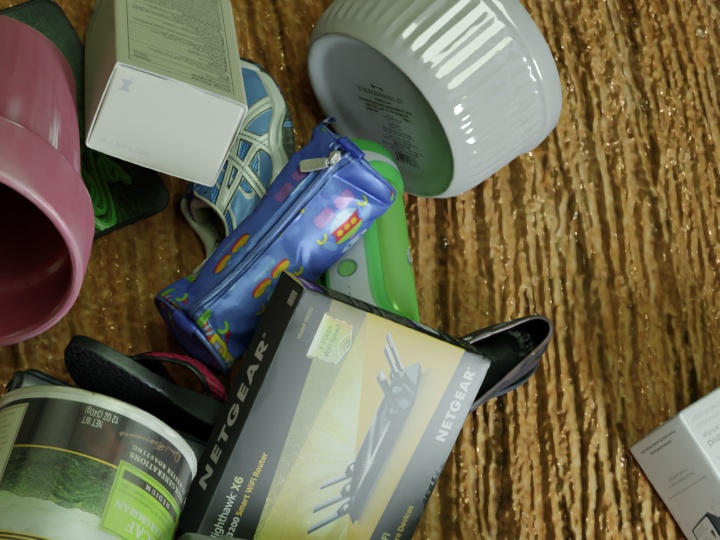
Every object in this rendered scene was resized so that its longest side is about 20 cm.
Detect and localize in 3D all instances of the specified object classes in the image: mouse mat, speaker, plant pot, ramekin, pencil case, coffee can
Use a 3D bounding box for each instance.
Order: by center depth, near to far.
[{"bbox_3d":[-0.203,0.198,1.389,0.146,0.146,0.201,23,58,-13],"label":"coffee can"},{"bbox_3d":[-0.275,-0.074,1.470,0.199,0.200,0.179,20,46,-15],"label":"plant pot"},{"bbox_3d":[-0.061,-0.017,1.533,0.078,0.087,0.200,40,81,21],"label":"pencil case"},{"bbox_3d":[-0.254,-0.106,1.599,0.161,0.008,0.200,-25,79,-32],"label":"mouse mat"},{"bbox_3d":[0.000,0.000,1.603,0.088,0.089,0.201,9,52,-21],"label":"speaker"},{"bbox_3d":[0.050,-0.150,1.652,0.200,0.200,0.105,47,65,2],"label":"ramekin"}]

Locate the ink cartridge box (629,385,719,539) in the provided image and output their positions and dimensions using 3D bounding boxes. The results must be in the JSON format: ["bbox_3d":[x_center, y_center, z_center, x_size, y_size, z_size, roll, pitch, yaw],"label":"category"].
[{"bbox_3d":[0.335,0.183,1.685,0.146,0.086,0.200,-27,77,-32],"label":"ink cartridge box"}]

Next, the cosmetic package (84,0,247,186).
[{"bbox_3d":[-0.148,-0.150,1.572,0.103,0.073,0.200,18,26,-16],"label":"cosmetic package"}]

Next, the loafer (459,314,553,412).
[{"bbox_3d":[0.067,0.084,1.621,0.200,0.063,0.072,-28,78,-33],"label":"loafer"}]

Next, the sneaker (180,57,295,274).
[{"bbox_3d":[-0.095,-0.074,1.614,0.077,0.076,0.201,2,66,-25],"label":"sneaker"}]

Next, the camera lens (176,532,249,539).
[{"bbox_3d":[-0.044,0.273,1.417,0.199,0.160,0.160,20,59,-15],"label":"camera lens"}]

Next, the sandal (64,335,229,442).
[{"bbox_3d":[-0.124,0.092,1.524,0.200,0.075,0.045,28,63,-20],"label":"sandal"}]

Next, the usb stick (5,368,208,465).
[{"bbox_3d":[-0.163,0.129,1.506,0.199,0.033,0.056,24,78,-14],"label":"usb stick"}]

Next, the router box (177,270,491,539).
[{"bbox_3d":[-0.020,0.120,1.492,0.157,0.052,0.201,21,97,-24],"label":"router box"}]
